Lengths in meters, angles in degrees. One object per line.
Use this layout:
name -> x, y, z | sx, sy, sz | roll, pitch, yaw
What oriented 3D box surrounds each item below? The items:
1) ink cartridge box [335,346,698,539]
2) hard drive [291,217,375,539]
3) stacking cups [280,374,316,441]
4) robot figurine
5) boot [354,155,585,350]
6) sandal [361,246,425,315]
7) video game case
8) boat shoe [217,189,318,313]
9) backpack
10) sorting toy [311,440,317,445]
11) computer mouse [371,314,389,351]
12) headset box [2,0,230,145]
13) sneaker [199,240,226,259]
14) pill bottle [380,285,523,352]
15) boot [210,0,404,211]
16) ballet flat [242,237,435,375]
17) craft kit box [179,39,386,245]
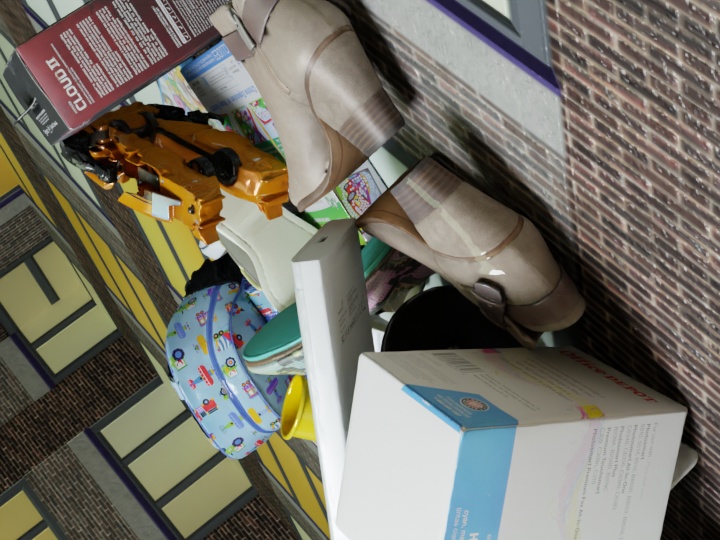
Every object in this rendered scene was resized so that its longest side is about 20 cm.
ink cartridge box -> 0.106, 0.128, 0.885 | 0.128, 0.199, 0.126 | 32, 117, 57
hard drive -> -0.011, 0.075, 0.959 | 0.132, 0.026, 0.201 | -54, -42, -73
stacking cups -> 0.031, 0.139, 1.214 | 0.199, 0.061, 0.060 | 13, 176, -18
robot figurine -> -0.161, -0.089, 1.149 | 0.200, 0.145, 0.058 | 27, 126, 38
boot -> 0.074, -0.007, 0.928 | 0.146, 0.070, 0.200 | 45, 174, -3
sandal -> 0.000, 0.000, 1.207 | 0.082, 0.055, 0.200 | 50, 152, -13
video game case -> -0.162, -0.155, 1.399 | 0.143, 0.018, 0.200 | 49, 165, 14
boat shoe -> -0.068, -0.012, 1.180 | 0.202, 0.072, 0.060 | 45, 174, 25
backpack -> -0.115, 0.087, 1.425 | 0.183, 0.134, 0.200 | 61, -160, -19
sorting toy -> 0.053, 0.186, 1.269 | 0.200, 0.185, 0.037 | 26, 105, 57
computer mouse -> 0.027, 0.101, 1.246 | 0.109, 0.044, 0.200 | 14, 156, 35
headset box -> -0.193, -0.176, 1.081 | 0.077, 0.200, 0.149 | 56, 165, -10
sneaker -> -0.141, -0.076, 1.376 | 0.071, 0.073, 0.200 | 34, 152, -1
pill bottle -> 0.067, 0.096, 1.088 | 0.112, 0.112, 0.200 | 48, 165, 16
boot -> -0.048, -0.129, 0.959 | 0.146, 0.070, 0.200 | 47, 153, -3
ballet flat -> -0.007, 0.035, 1.076 | 0.071, 0.200, 0.069 | 38, -151, -21
craft kit box -> -0.063, -0.110, 1.150 | 0.198, 0.048, 0.200 | 58, 165, -11
